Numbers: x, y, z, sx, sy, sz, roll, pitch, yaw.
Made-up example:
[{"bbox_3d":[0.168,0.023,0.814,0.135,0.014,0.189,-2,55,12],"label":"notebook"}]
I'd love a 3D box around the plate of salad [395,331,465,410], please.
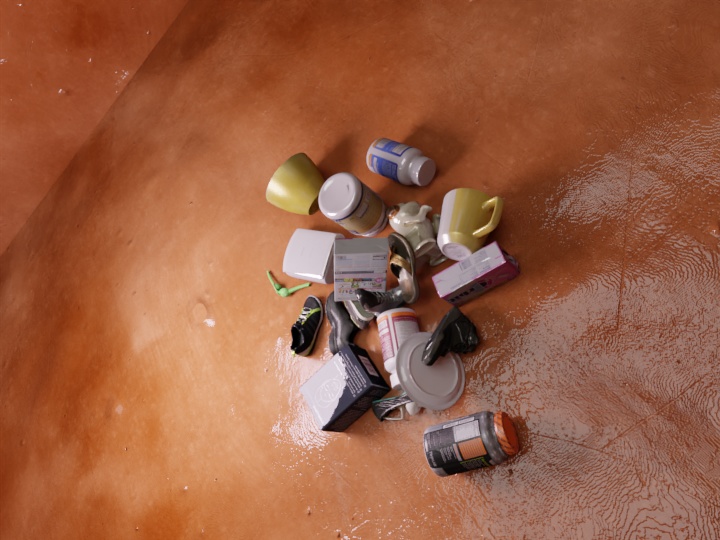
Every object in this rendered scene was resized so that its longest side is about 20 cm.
[{"bbox_3d":[0.173,0.253,1.402,0.048,0.200,0.200,135,134,-55],"label":"plate of salad"}]

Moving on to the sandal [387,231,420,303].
[{"bbox_3d":[0.107,-0.007,1.483,0.080,0.054,0.200,-18,82,55],"label":"sandal"}]

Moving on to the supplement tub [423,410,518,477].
[{"bbox_3d":[0.260,0.405,1.311,0.200,0.123,0.123,-23,62,24],"label":"supplement tub"}]

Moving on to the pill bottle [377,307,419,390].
[{"bbox_3d":[0.112,0.210,1.487,0.109,0.110,0.200,-22,62,25],"label":"pill bottle"}]

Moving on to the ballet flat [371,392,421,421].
[{"bbox_3d":[0.118,0.352,1.465,0.200,0.068,0.068,-29,69,34],"label":"ballet flat"}]

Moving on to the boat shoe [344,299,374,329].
[{"bbox_3d":[-0.019,0.084,1.644,0.061,0.072,0.201,108,149,-41],"label":"boat shoe"}]

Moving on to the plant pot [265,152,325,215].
[{"bbox_3d":[-0.190,-0.263,1.829,0.142,0.200,0.200,39,97,11],"label":"plant pot"}]

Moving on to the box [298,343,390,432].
[{"bbox_3d":[-0.045,0.330,1.548,0.200,0.107,0.149,-43,56,12],"label":"box"}]

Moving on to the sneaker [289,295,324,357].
[{"bbox_3d":[-0.169,0.168,1.703,0.072,0.083,0.200,-1,73,33],"label":"sneaker"}]

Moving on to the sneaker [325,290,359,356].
[{"bbox_3d":[-0.049,0.154,1.646,0.091,0.076,0.200,-14,75,22],"label":"sneaker"}]

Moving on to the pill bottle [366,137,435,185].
[{"bbox_3d":[0.124,-0.322,1.673,0.200,0.112,0.112,30,90,36],"label":"pill bottle"}]

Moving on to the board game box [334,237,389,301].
[{"bbox_3d":[0.000,0.000,1.538,0.147,0.200,0.064,-1,48,-3],"label":"board game box"}]

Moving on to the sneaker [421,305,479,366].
[{"bbox_3d":[0.232,0.184,1.391,0.114,0.199,0.076,39,135,6],"label":"sneaker"}]

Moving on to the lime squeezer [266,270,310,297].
[{"bbox_3d":[-0.258,0.049,1.834,0.200,0.038,0.071,15,81,37],"label":"lime squeezer"}]

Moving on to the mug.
[{"bbox_3d":[0.270,-0.118,1.435,0.149,0.187,0.153,18,63,8],"label":"mug"}]

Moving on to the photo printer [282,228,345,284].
[{"bbox_3d":[-0.157,-0.050,1.784,0.200,0.069,0.167,11,79,35],"label":"photo printer"}]

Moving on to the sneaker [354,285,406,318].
[{"bbox_3d":[0.066,0.068,1.519,0.115,0.200,0.075,-33,63,10],"label":"sneaker"}]

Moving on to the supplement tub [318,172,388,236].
[{"bbox_3d":[-0.015,-0.190,1.660,0.144,0.200,0.145,-12,66,30],"label":"supplement tub"}]

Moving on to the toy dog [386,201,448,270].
[{"bbox_3d":[0.152,-0.106,1.578,0.194,0.139,0.200,-42,52,36],"label":"toy dog"}]

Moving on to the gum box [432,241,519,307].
[{"bbox_3d":[0.301,0.012,1.432,0.200,0.113,0.066,-31,59,21],"label":"gum box"}]
